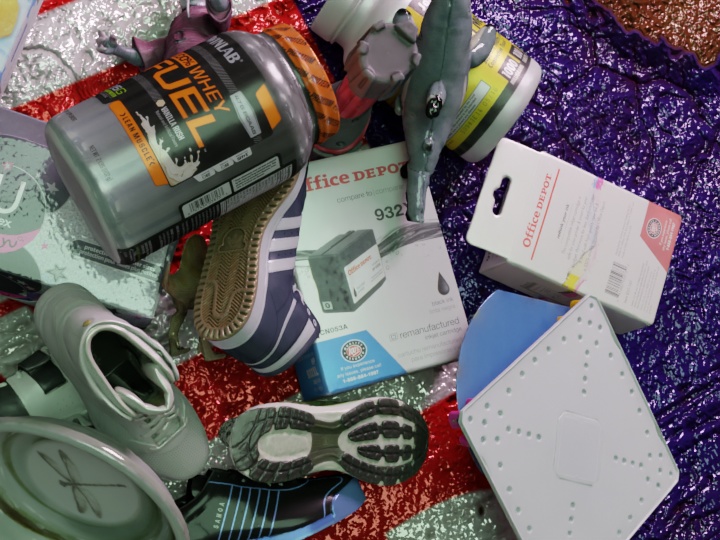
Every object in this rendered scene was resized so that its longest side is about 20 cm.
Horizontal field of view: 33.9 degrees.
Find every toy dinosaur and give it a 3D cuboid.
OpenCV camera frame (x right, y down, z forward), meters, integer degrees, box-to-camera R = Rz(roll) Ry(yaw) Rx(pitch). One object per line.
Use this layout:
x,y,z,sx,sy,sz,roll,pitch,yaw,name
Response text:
-0.138,0.021,0.980,0.058,0.200,0.102,-1,97,16,toy dinosaur

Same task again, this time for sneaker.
-0.094,0.196,0.993,0.199,0.070,0.078,-17,89,-19,sneaker
-0.253,0.093,0.969,0.199,0.074,0.089,-3,78,-28,sneaker
-0.033,0.138,1.015,0.199,0.088,0.077,8,90,-30,sneaker
-0.071,-0.011,0.971,0.070,0.109,0.201,-1,60,28,sneaker
-0.165,0.104,0.895,0.074,0.115,0.200,-43,121,-15,sneaker

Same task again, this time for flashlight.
-0.007,-0.148,1.016,0.068,0.200,0.068,-6,82,-16,flashlight

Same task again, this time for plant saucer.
-0.218,0.171,0.914,0.200,0.200,0.050,32,45,-8,plant saucer

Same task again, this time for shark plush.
0.052,-0.145,0.998,0.090,0.083,0.201,21,95,-6,shark plush

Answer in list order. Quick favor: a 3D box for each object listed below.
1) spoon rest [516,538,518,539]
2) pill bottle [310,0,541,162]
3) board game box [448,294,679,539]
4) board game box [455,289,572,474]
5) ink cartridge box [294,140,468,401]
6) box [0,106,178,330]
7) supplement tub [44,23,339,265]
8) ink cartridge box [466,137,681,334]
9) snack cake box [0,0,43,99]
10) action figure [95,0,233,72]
0.158,0.190,1.073,0.099,0.061,0.201,16,76,-13,spoon rest
0.058,-0.199,1.091,0.200,0.112,0.113,35,72,-8,pill bottle
0.181,0.155,1.027,0.200,0.026,0.201,-36,106,-35,board game box
0.148,0.107,1.053,0.199,0.039,0.159,13,75,-36,board game box
0.000,0.000,1.051,0.144,0.084,0.201,-13,83,-18,ink cartridge box
-0.251,-0.039,0.969,0.199,0.115,0.133,19,75,-12,box
-0.123,-0.101,0.890,0.200,0.123,0.123,-31,89,-16,supplement tub
0.192,-0.032,1.122,0.199,0.067,0.117,24,73,-12,ink cartridge box
-0.379,-0.236,0.996,0.199,0.067,0.115,21,75,-12,snack cake box
-0.140,-0.183,1.036,0.149,0.134,0.201,40,40,-39,action figure
